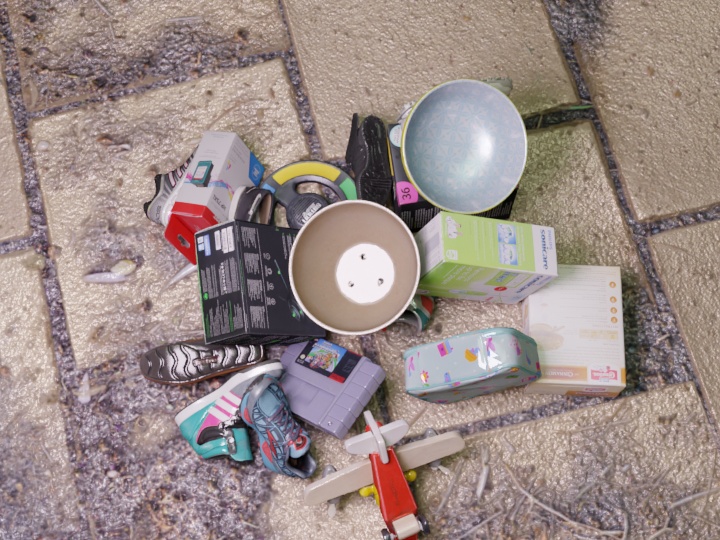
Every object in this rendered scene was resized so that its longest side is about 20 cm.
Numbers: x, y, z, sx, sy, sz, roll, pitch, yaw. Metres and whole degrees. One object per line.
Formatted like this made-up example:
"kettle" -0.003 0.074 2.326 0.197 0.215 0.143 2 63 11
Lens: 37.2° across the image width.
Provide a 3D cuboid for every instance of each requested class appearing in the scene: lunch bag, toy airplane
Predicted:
"lunch bag" 0.170 0.147 1.645 0.198 0.160 0.078 -16 71 27
"toy airplane" 0.035 0.300 1.614 0.198 0.141 0.201 26 95 -15

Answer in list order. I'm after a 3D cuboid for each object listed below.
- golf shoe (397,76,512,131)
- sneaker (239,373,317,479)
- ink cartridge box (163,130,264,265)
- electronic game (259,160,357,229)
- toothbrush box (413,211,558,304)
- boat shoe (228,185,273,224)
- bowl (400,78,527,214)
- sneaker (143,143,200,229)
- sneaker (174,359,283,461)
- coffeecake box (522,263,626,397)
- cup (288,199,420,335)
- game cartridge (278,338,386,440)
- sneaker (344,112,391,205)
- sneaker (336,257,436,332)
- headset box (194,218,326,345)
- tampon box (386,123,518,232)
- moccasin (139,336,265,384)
"golf shoe" 0.162 -0.247 1.735 0.198 0.078 0.098 -21 85 -3
"sneaker" -0.111 0.236 1.603 0.095 0.201 0.079 21 54 37
"ink cartridge box" -0.242 -0.116 1.775 0.067 0.116 0.202 8 68 27
"electronic game" -0.087 -0.095 1.815 0.197 0.042 0.202 0 69 -1
"toothbrush box" 0.186 -0.016 1.670 0.198 0.146 0.087 6 68 -21
"boat shoe" -0.187 -0.040 1.760 0.060 0.074 0.202 6 78 30
"bowl" 0.147 -0.189 1.648 0.198 0.108 0.203 -1 95 -12
"sneaker" -0.303 -0.152 1.817 0.087 0.074 0.201 10 56 26
"sneaker" -0.185 0.232 1.653 0.199 0.083 0.122 -33 73 15
"coffeecake box" 0.342 0.096 1.727 0.151 0.073 0.202 3 69 0
"cup" 0.000 0.000 1.657 0.198 0.143 0.203 -1 86 8
"game cartridge" -0.063 0.173 1.662 0.199 0.038 0.130 18 69 46
"sneaker" 0.010 -0.183 1.816 0.059 0.104 0.202 4 77 -16
"sneaker" 0.026 0.044 1.747 0.197 0.071 0.094 15 64 2
"headset box" -0.148 0.024 1.661 0.092 0.199 0.176 -15 78 37
"tampon box" 0.149 -0.164 1.796 0.197 0.126 0.152 -8 68 -3
"moccasin" -0.253 0.139 1.715 0.199 0.078 0.075 -15 85 -10
